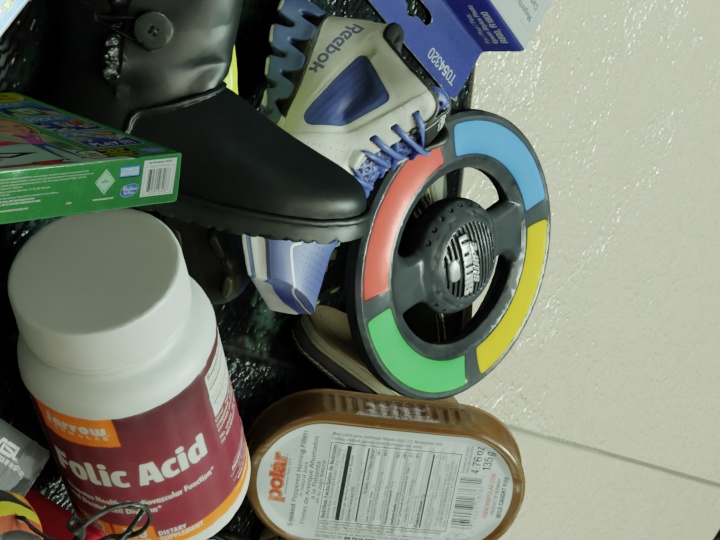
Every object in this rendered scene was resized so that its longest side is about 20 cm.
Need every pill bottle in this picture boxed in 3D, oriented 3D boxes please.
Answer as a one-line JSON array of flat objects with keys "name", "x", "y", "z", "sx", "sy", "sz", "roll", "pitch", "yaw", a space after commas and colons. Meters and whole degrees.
[{"name": "pill bottle", "x": -0.132, "y": 0.065, "z": 1.021, "sx": 0.114, "sy": 0.114, "sz": 0.200, "roll": -45, "pitch": 147, "yaw": -28}]

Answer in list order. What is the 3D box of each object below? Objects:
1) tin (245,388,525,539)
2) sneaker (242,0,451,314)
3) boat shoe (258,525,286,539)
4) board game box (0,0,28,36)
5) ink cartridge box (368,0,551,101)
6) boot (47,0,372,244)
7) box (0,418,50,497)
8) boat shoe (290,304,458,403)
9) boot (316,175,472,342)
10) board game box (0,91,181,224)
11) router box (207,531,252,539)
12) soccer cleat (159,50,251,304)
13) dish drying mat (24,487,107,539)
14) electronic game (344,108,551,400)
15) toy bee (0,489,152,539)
[{"name": "tin", "x": 0.017, "y": 0.143, "z": 1.233, "sx": 0.200, "sy": 0.042, "sz": 0.112, "roll": 6, "pitch": 111, "yaw": -8}, {"name": "sneaker", "x": -0.004, "y": -0.075, "z": 1.079, "sx": 0.081, "sy": 0.115, "sz": 0.200, "roll": 62, "pitch": 34, "yaw": -70}, {"name": "boat shoe", "x": -0.049, "y": 0.243, "z": 1.294, "sx": 0.068, "sy": 0.072, "sz": 0.200, "roll": 72, "pitch": 32, "yaw": -86}, {"name": "board game box", "x": -0.211, "y": -0.142, "z": 0.801, "sx": 0.200, "sy": 0.151, "sz": 0.037, "roll": -55, "pitch": 143, "yaw": -17}, {"name": "ink cartridge box", "x": 0.086, "y": -0.243, "z": 1.230, "sx": 0.200, "sy": 0.043, "sz": 0.196, "roll": -62, "pitch": 144, "yaw": -10}, {"name": "boot", "x": -0.077, "y": -0.112, "z": 0.976, "sx": 0.076, "sy": 0.200, "sz": 0.168, "roll": -79, "pitch": -178, "yaw": -74}, {"name": "box", "x": -0.275, "y": 0.118, "z": 0.939, "sx": 0.158, "sy": 0.050, "sz": 0.200, "roll": -58, "pitch": 143, "yaw": -13}, {"name": "boat shoe", "x": 0.009, "y": 0.093, "z": 1.280, "sx": 0.065, "sy": 0.072, "sz": 0.200, "roll": -39, "pitch": 137, "yaw": 14}, {"name": "boot", "x": -0.001, "y": -0.001, "z": 1.211, "sx": 0.154, "sy": 0.073, "sz": 0.204, "roll": -33, "pitch": 123, "yaw": -40}, {"name": "board game box", "x": -0.206, "y": -0.055, "z": 0.867, "sx": 0.200, "sy": 0.135, "sz": 0.029, "roll": -11, "pitch": 117, "yaw": -50}, {"name": "router box", "x": -0.144, "y": 0.278, "z": 1.189, "sx": 0.157, "sy": 0.052, "sz": 0.200, "roll": 7, "pitch": 102, "yaw": -53}, {"name": "soccer cleat", "x": -0.096, "y": -0.077, "z": 1.078, "sx": 0.084, "sy": 0.065, "sz": 0.200, "roll": -65, "pitch": 154, "yaw": -62}, {"name": "dish drying mat", "x": -0.236, "y": 0.212, "z": 1.016, "sx": 0.200, "sy": 0.077, "sz": 0.018, "roll": -49, "pitch": 145, "yaw": -25}, {"name": "electronic game", "x": 0.062, "y": -0.010, "z": 1.194, "sx": 0.200, "sy": 0.042, "sz": 0.200, "roll": -18, "pitch": 115, "yaw": -43}, {"name": "toy bee", "x": -0.203, "y": 0.159, "z": 0.943, "sx": 0.200, "sy": 0.109, "sz": 0.131, "roll": -34, "pitch": 147, "yaw": -3}]
